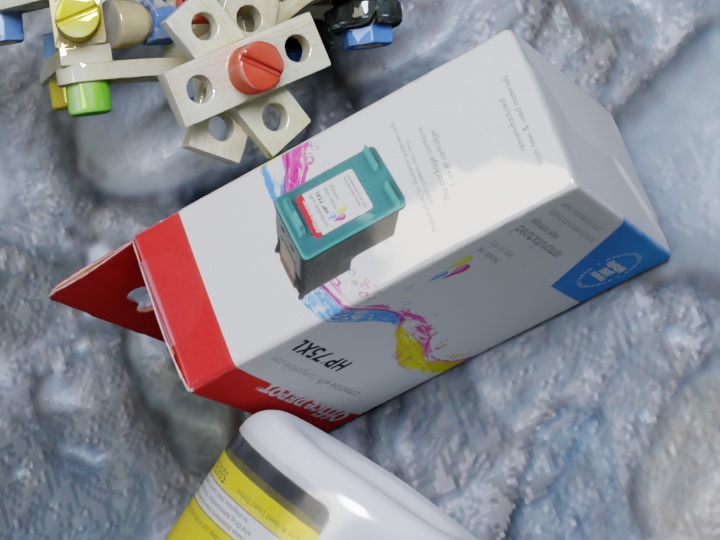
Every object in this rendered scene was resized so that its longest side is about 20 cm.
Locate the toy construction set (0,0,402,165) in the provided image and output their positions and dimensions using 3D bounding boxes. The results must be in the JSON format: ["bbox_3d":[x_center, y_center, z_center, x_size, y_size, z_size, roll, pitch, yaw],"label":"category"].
[{"bbox_3d":[-0.060,-0.098,0.967,0.200,0.131,0.093,21,114,61],"label":"toy construction set"}]

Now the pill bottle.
[{"bbox_3d":[-0.045,0.159,0.908,0.112,0.112,0.200,35,91,29],"label":"pill bottle"}]

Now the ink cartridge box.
[{"bbox_3d":[0.000,0.000,0.930,0.199,0.116,0.067,-28,68,16],"label":"ink cartridge box"}]
